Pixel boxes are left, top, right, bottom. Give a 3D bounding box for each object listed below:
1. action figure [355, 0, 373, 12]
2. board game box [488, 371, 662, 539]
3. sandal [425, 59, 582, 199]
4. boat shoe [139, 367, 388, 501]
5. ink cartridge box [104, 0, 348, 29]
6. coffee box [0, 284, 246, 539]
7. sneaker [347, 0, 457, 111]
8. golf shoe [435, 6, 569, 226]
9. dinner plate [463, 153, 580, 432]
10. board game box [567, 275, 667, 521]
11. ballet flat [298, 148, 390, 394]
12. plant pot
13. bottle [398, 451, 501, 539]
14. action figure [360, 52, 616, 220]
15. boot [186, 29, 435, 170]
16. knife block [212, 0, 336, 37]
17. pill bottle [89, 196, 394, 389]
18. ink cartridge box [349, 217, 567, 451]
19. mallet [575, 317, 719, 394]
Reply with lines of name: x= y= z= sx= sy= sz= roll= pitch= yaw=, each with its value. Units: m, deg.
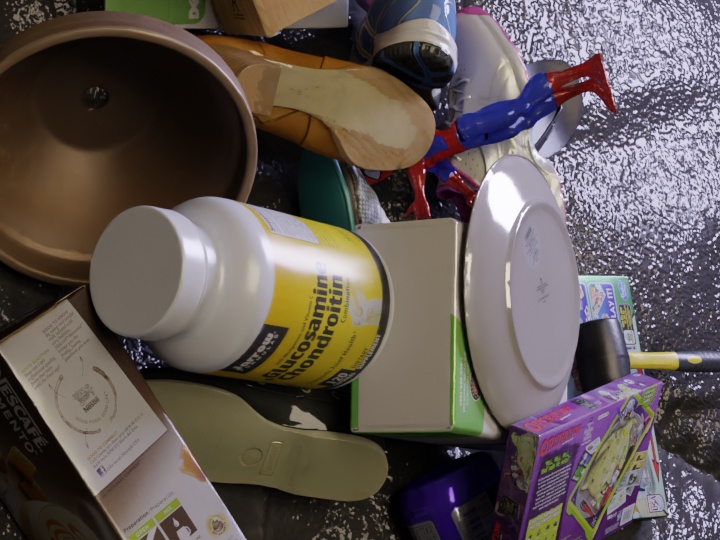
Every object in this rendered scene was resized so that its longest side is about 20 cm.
action figure: x=0.054 y=-0.234 z=1.453 sx=0.149 sy=0.201 sz=0.134 roll=38 pitch=37 yaw=27
board game box: x=0.157 y=0.150 z=1.393 sx=0.200 sy=0.032 sz=0.121 roll=-13 pitch=121 yaw=-55
sandal: x=0.122 y=-0.113 z=1.548 sx=0.200 sy=0.043 sz=0.076 roll=-36 pitch=98 yaw=-38
boat shoe: x=-0.077 y=0.106 z=1.322 sx=0.201 sy=0.074 sz=0.063 roll=16 pitch=31 yaw=-22
ink cartridge box: x=-0.104 y=-0.226 z=1.360 sx=0.199 sy=0.059 sz=0.104 roll=-5 pitch=103 yaw=-33
coffee box: x=-0.173 y=0.123 z=1.208 sx=0.080 sy=0.114 sz=0.200 roll=-37 pitch=100 yaw=-38
sneaker: x=0.034 y=-0.166 z=1.402 sx=0.075 sy=0.200 sz=0.077 roll=13 pitch=81 yaw=-14
golf shoe: x=0.093 y=-0.104 z=1.472 sx=0.091 sy=0.075 sz=0.201 roll=-16 pitch=86 yaw=-22
dinner plate: x=0.122 y=0.017 z=1.349 sx=0.200 sy=0.024 sz=0.201 roll=17 pitch=71 yaw=-61
board game box: x=0.174 y=0.103 z=1.528 sx=0.134 sy=0.029 sz=0.201 roll=1 pitch=75 yaw=-37
ballet flat: x=0.000 y=0.000 z=1.407 sx=0.072 sy=0.072 sz=0.201 roll=-4 pitch=83 yaw=-37
plant pot: x=-0.173 y=-0.094 z=1.260 sx=0.200 sy=0.201 sz=0.093 roll=25 pitch=27 yaw=-28
bottle: x=0.100 y=0.237 z=1.405 sx=0.083 sy=0.065 sz=0.201 roll=-27 pitch=93 yaw=-48
action figure: x=0.095 y=-0.082 z=1.408 sx=0.065 sy=0.199 sz=0.099 roll=50 pitch=25 yaw=-69
boot: x=-0.056 y=-0.132 z=1.365 sx=0.201 sy=0.144 sz=0.071 roll=13 pitch=99 yaw=-40
knife block: x=-0.070 y=-0.258 z=1.301 sx=0.200 sy=0.064 sz=0.176 roll=-30 pitch=114 yaw=-25
pill bottle: x=-0.076 y=0.014 z=1.231 sx=0.200 sy=0.112 sz=0.113 roll=12 pitch=68 yaw=-52
ink cartridge box: x=0.074 y=0.052 z=1.369 sx=0.200 sy=0.084 sz=0.146 roll=18 pitch=70 yaw=-61
mallet: x=0.251 y=0.083 z=1.553 sx=0.199 sy=0.041 sz=0.066 roll=12 pitch=68 yaw=-38
